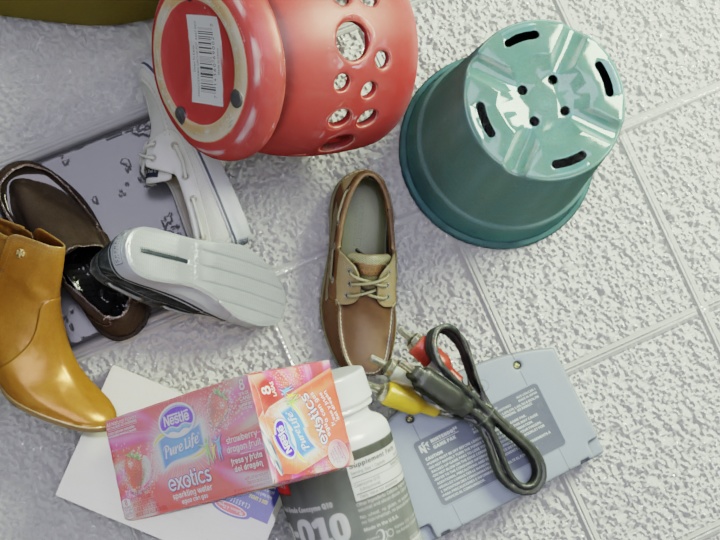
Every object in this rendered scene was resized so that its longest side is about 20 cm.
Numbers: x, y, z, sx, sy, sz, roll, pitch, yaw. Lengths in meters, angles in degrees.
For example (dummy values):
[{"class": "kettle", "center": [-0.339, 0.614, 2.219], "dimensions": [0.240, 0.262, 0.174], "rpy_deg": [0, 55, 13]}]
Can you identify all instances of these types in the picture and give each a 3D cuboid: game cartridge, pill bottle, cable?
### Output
[{"class": "game cartridge", "center": [0.117, 0.159, 1.476], "dimensions": [0.200, 0.042, 0.133], "rpy_deg": [-25, 81, -11]}, {"class": "pill bottle", "center": [-0.017, 0.196, 1.396], "dimensions": [0.114, 0.114, 0.200], "rpy_deg": [-17, 94, -10]}, {"class": "cable", "center": [0.100, 0.126, 1.451], "dimensions": [0.200, 0.050, 0.097], "rpy_deg": [39, 71, -13]}]

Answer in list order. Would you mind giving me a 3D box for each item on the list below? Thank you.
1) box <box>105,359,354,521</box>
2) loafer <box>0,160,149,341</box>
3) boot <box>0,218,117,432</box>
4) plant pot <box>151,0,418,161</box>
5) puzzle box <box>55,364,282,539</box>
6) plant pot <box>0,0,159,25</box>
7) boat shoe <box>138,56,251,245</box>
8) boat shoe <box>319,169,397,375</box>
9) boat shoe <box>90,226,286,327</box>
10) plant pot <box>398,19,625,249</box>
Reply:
[{"class": "box", "center": [-0.116, 0.148, 1.329], "dimensions": [0.103, 0.200, 0.095], "rpy_deg": [-7, 80, -47]}, {"class": "loafer", "center": [-0.265, -0.026, 1.435], "dimensions": [0.073, 0.071, 0.200], "rpy_deg": [-41, 88, -12]}, {"class": "boot", "center": [-0.287, 0.044, 1.387], "dimensions": [0.201, 0.071, 0.144], "rpy_deg": [29, 110, 11]}, {"class": "plant pot", "center": [-0.078, -0.198, 1.395], "dimensions": [0.182, 0.200, 0.201], "rpy_deg": [-14, 82, -38]}, {"class": "puzzle box", "center": [-0.166, 0.187, 1.438], "dimensions": [0.200, 0.025, 0.133], "rpy_deg": [24, 78, -3]}, {"class": "plant pot", "center": [-0.239, -0.333, 1.435], "dimensions": [0.200, 0.195, 0.194], "rpy_deg": [12, 80, -13]}, {"class": "boat shoe", "center": [-0.175, -0.105, 1.464], "dimensions": [0.070, 0.071, 0.200], "rpy_deg": [-25, 92, -13]}, {"class": "boat shoe", "center": [0.000, 0.000, 1.464], "dimensions": [0.076, 0.074, 0.200], "rpy_deg": [-2, 83, -8]}, {"class": "boat shoe", "center": [-0.158, 0.005, 1.428], "dimensions": [0.200, 0.071, 0.072], "rpy_deg": [24, 64, -39]}, {"class": "plant pot", "center": [0.150, -0.136, 1.445], "dimensions": [0.200, 0.196, 0.201], "rpy_deg": [1, 80, -8]}]
